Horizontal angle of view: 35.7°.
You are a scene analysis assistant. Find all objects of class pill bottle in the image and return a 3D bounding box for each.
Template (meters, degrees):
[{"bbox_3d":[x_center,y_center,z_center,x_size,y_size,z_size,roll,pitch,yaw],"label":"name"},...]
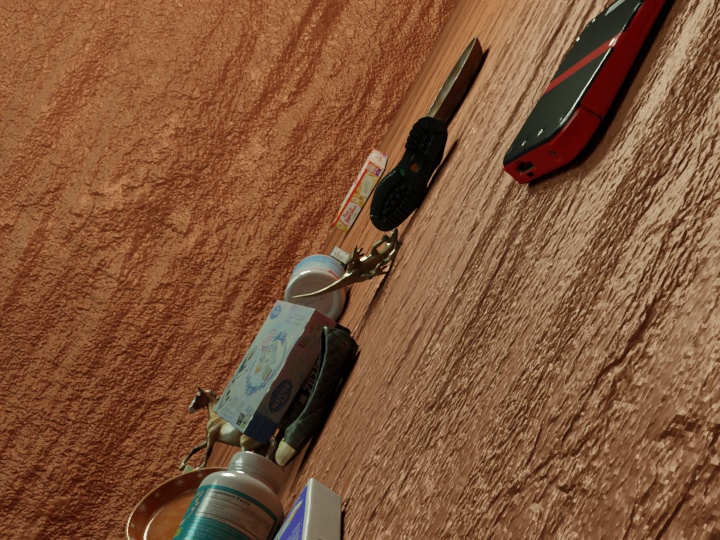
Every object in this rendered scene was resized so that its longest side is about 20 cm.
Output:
[{"bbox_3d":[-0.160,0.315,1.317,0.200,0.111,0.111,-64,6,-36],"label":"pill bottle"},{"bbox_3d":[-0.079,0.031,2.069,0.109,0.109,0.200,-60,5,12],"label":"pill bottle"}]

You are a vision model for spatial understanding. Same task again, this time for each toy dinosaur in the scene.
[{"bbox_3d":[0.000,0.000,1.660,0.200,0.058,0.101,-34,-5,-23],"label":"toy dinosaur"}]

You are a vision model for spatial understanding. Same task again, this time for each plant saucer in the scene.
[{"bbox_3d":[-0.238,0.357,1.612,0.200,0.200,0.032,-70,-31,-60],"label":"plant saucer"},{"bbox_3d":[0.170,-0.329,2.026,0.200,0.032,0.200,-60,6,11],"label":"plant saucer"}]

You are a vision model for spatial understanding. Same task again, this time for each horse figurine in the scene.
[{"bbox_3d":[-0.197,0.269,1.739,0.133,0.200,0.050,-64,-30,-23],"label":"horse figurine"}]

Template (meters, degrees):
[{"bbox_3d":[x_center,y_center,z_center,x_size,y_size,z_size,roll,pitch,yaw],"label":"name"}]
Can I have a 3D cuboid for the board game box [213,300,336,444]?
[{"bbox_3d":[-0.130,0.145,1.647,0.199,0.043,0.200,-61,18,-8],"label":"board game box"}]

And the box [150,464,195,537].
[{"bbox_3d":[-0.287,0.454,1.754,0.200,0.122,0.193,-59,5,24],"label":"box"}]

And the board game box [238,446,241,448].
[{"bbox_3d":[-0.148,0.205,1.883,0.199,0.043,0.200,64,-129,-80],"label":"board game box"}]

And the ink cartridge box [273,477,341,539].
[{"bbox_3d":[-0.080,0.303,0.970,0.198,0.043,0.200,-60,3,10],"label":"ink cartridge box"}]

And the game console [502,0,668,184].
[{"bbox_3d":[0.192,-0.160,0.946,0.177,0.031,0.200,-57,5,-6],"label":"game console"}]

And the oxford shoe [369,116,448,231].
[{"bbox_3d":[0.084,-0.148,1.759,0.200,0.073,0.084,-57,-11,17],"label":"oxford shoe"}]

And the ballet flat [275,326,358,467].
[{"bbox_3d":[-0.066,0.169,1.492,0.200,0.057,0.066,-63,5,-20],"label":"ballet flat"}]

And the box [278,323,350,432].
[{"bbox_3d":[-0.084,0.166,1.727,0.161,0.049,0.200,-65,6,-14],"label":"box"}]

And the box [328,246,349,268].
[{"bbox_3d":[-0.098,0.068,2.408,0.193,0.047,0.200,-56,6,26],"label":"box"}]

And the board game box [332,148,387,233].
[{"bbox_3d":[0.001,-0.211,2.943,0.200,0.046,0.152,-59,6,18],"label":"board game box"}]
